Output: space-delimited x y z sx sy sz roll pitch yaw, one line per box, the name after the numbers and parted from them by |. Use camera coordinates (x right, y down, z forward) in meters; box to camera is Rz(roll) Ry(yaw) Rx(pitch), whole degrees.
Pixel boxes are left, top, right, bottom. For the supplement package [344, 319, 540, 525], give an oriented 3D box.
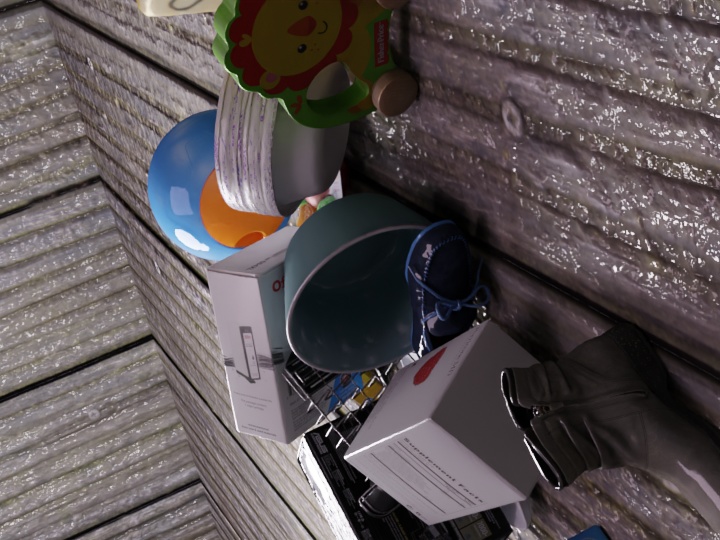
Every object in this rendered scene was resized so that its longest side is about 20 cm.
0.093 0.151 1.153 0.120 0.122 0.200 39 151 -7 | supplement package

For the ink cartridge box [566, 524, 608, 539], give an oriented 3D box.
0.228 0.356 1.128 0.201 0.115 0.067 56 157 30 | ink cartridge box

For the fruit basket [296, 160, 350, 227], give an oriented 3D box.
-0.049 -0.076 1.443 0.185 0.093 0.202 -160 57 -74 | fruit basket

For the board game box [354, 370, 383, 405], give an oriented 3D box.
-0.043 0.087 1.565 0.154 0.040 0.200 59 -174 25 | board game box

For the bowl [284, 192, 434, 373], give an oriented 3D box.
0.000 0.000 1.242 0.202 0.199 0.105 87 159 -45 | bowl

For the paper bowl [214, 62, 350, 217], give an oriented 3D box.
-0.073 -0.156 1.266 0.201 0.103 0.203 9 -90 -78 | paper bowl

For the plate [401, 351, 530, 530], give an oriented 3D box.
0.122 0.181 1.354 0.201 0.032 0.200 70 162 -5 | plate

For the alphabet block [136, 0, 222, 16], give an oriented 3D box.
-0.123 -0.374 1.102 0.200 0.194 0.198 117 144 -65 | alphabet block

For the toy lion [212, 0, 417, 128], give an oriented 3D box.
-0.043 -0.213 1.110 0.069 0.191 0.201 52 157 38 | toy lion

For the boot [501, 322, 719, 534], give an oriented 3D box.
0.200 0.142 0.934 0.201 0.130 0.068 57 160 29 | boot

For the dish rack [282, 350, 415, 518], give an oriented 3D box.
0.014 0.144 1.290 0.200 0.153 0.055 49 143 13 | dish rack

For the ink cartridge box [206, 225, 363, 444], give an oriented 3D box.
-0.081 0.067 1.341 0.084 0.146 0.202 8 115 37 | ink cartridge box

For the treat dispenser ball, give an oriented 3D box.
-0.184 -0.114 1.606 0.201 0.200 0.202 54 157 35 | treat dispenser ball

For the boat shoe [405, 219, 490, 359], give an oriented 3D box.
0.093 0.035 1.197 0.201 0.084 0.069 79 164 -49 | boat shoe

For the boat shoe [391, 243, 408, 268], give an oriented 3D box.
0.030 0.032 1.382 0.074 0.068 0.200 57 159 27 | boat shoe

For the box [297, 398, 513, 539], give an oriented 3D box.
0.045 0.248 1.340 0.201 0.163 0.086 59 160 21 | box
